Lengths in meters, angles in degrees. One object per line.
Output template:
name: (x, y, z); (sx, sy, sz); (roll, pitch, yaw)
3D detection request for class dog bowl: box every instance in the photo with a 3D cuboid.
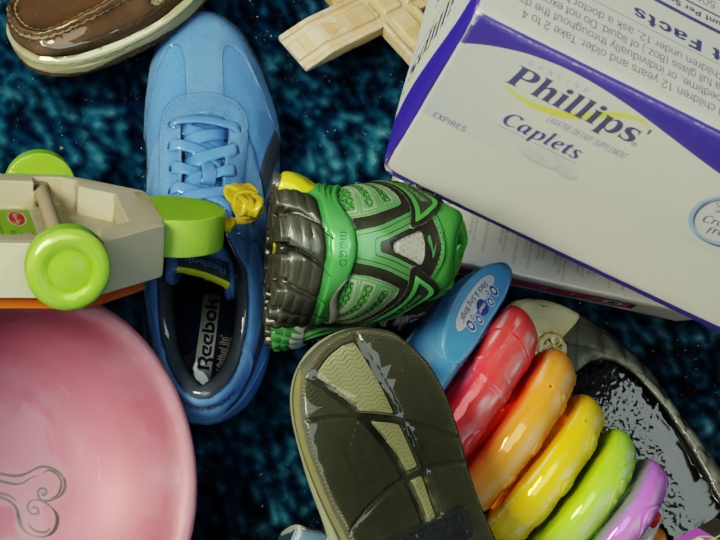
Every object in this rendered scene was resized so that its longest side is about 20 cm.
dog bowl: (-0.154, 0.092, 0.744); (0.200, 0.074, 0.201); (6, 80, -42)

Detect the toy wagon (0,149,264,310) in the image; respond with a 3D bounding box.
toy wagon: (-0.138, -0.017, 0.729); (0.199, 0.155, 0.040); (1, 105, -15)

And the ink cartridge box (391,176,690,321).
ink cartridge box: (0.114, -0.034, 0.862); (0.199, 0.037, 0.095); (12, 80, -2)

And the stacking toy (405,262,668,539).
stacking toy: (0.092, 0.102, 0.785); (0.200, 0.110, 0.116); (39, 37, 0)

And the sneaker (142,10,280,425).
sneaker: (-0.069, -0.029, 0.820); (0.066, 0.078, 0.201); (0, 80, -4)

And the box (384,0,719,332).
box: (0.124, -0.103, 0.783); (0.184, 0.105, 0.200); (25, 48, -9)

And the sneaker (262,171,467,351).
sneaker: (0.000, 0.000, 0.761); (0.085, 0.200, 0.078); (3, 91, -4)

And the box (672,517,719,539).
box: (0.086, 0.206, 0.700); (0.200, 0.036, 0.143); (-24, 108, -16)

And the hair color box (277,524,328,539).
hair color box: (0.053, 0.172, 0.792); (0.199, 0.100, 0.061); (18, 79, -4)

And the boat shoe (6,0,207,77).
boat shoe: (-0.087, -0.174, 0.831); (0.202, 0.075, 0.075); (-39, 59, -15)

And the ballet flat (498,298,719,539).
ballet flat: (0.138, 0.090, 0.835); (0.066, 0.057, 0.200); (-41, 88, -11)

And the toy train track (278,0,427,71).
toy train track: (0.041, -0.104, 0.833); (0.115, 0.033, 0.200); (-30, 68, -27)

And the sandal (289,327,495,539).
sandal: (0.018, 0.121, 0.715); (0.080, 0.057, 0.202); (-11, 90, -22)
